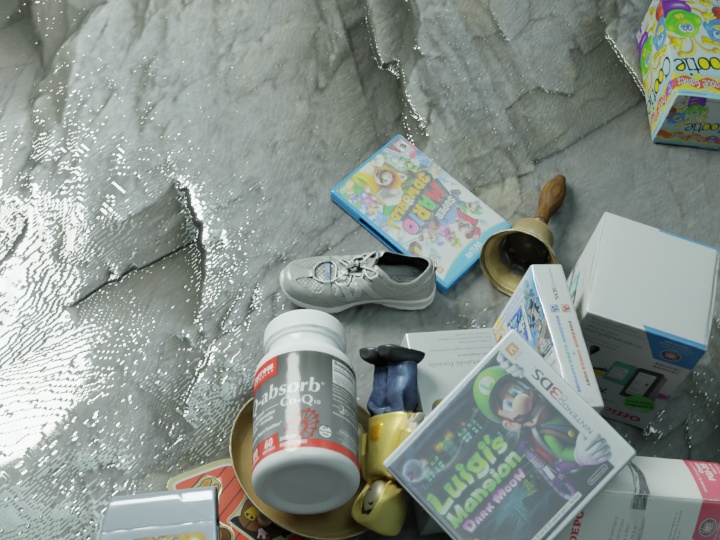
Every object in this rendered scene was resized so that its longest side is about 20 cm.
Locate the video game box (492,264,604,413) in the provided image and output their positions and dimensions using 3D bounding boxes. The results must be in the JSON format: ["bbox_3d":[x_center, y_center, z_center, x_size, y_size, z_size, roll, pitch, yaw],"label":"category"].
[{"bbox_3d":[0.199,0.124,1.593,0.046,0.201,0.184,-3,58,-19],"label":"video game box"}]

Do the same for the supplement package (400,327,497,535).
[{"bbox_3d":[0.110,0.182,1.588,0.112,0.110,0.202,-4,58,-14],"label":"supplement package"}]

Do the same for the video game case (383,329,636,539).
[{"bbox_3d":[0.153,0.196,1.455,0.200,0.023,0.182,-46,79,1],"label":"video game case"}]

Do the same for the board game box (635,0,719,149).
[{"bbox_3d":[0.465,-0.286,1.981,0.103,0.103,0.202,5,56,-9],"label":"board game box"}]

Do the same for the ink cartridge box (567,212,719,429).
[{"bbox_3d":[0.314,0.063,1.657,0.145,0.201,0.147,17,56,0],"label":"ink cartridge box"}]

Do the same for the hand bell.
[{"bbox_3d":[0.231,-0.064,1.810,0.103,0.105,0.201,26,42,5],"label":"hand bell"}]

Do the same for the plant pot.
[{"bbox_3d":[-0.054,0.216,1.562,0.198,0.028,0.202,13,48,-15],"label":"plant pot"}]

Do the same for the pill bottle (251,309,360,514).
[{"bbox_3d":[-0.060,0.150,1.516,0.114,0.117,0.202,5,48,-9],"label":"pill bottle"}]

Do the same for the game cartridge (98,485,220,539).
[{"bbox_3d":[-0.208,0.326,1.447,0.131,0.042,0.202,-4,62,-4],"label":"game cartridge"}]

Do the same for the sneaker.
[{"bbox_3d":[0.000,0.000,1.701,0.197,0.082,0.075,-2,57,-14],"label":"sneaker"}]

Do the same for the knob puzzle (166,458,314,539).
[{"bbox_3d":[-0.129,0.282,1.518,0.217,0.031,0.222,6,55,-8],"label":"knob puzzle"}]

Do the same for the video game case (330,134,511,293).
[{"bbox_3d":[0.078,-0.076,1.808,0.200,0.018,0.143,40,57,14],"label":"video game case"}]

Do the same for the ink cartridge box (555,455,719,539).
[{"bbox_3d":[0.293,0.281,1.531,0.197,0.148,0.083,7,26,-8],"label":"ink cartridge box"}]

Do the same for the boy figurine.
[{"bbox_3d":[0.025,0.186,1.533,0.064,0.124,0.203,15,77,-36],"label":"boy figurine"}]
